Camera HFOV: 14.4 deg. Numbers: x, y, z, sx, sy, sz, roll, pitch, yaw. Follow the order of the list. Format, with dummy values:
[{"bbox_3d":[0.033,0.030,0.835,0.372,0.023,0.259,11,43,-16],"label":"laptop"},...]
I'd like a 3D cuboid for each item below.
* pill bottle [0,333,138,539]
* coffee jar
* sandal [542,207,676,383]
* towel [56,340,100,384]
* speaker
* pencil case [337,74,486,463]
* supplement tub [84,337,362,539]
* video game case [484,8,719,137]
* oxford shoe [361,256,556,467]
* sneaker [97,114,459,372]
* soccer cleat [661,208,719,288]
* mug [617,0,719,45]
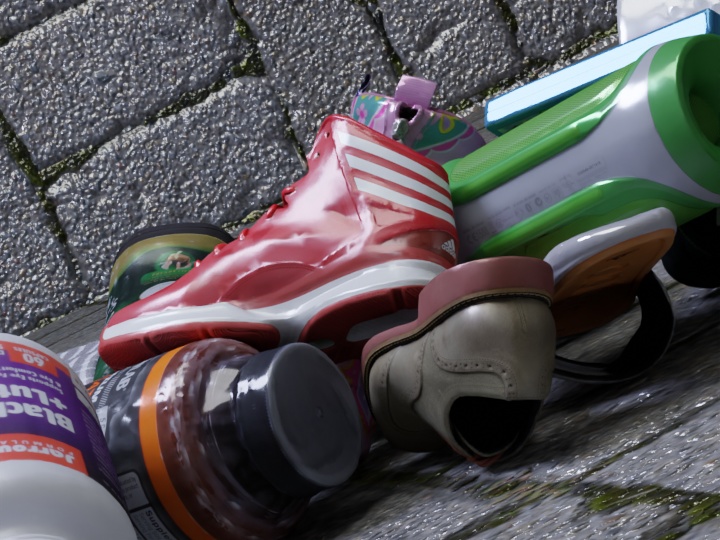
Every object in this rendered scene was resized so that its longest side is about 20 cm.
[{"bbox_3d":[-0.155,0.116,1.241,0.111,0.112,0.200,-25,28,-3],"label":"pill bottle"},{"bbox_3d":[-0.104,0.051,1.604,0.085,0.105,0.200,-4,23,1],"label":"coffee jar"},{"bbox_3d":[0.111,0.024,1.343,0.079,0.060,0.207,-17,-10,-6],"label":"sandal"},{"bbox_3d":[-0.208,0.098,1.708,0.165,0.086,0.200,-19,9,6],"label":"towel"},{"bbox_3d":[0.110,-0.043,1.391,0.200,0.089,0.088,-28,2,44],"label":"speaker"},{"bbox_3d":[0.000,0.000,1.493,0.201,0.087,0.087,-67,18,-13],"label":"pencil case"},{"bbox_3d":[-0.096,0.097,1.388,0.199,0.107,0.107,-22,7,33],"label":"supplement tub"},{"bbox_3d":[0.180,-0.063,1.459,0.143,0.018,0.200,-20,-34,37],"label":"video game case"},{"bbox_3d":[0.043,0.060,1.330,0.070,0.075,0.200,-3,-20,-11],"label":"oxford shoe"},{"bbox_3d":[-0.037,-0.007,1.425,0.199,0.116,0.078,-10,-33,23],"label":"sneaker"},{"bbox_3d":[0.209,-0.027,1.413,0.200,0.067,0.081,-40,33,52],"label":"soccer cleat"},{"bbox_3d":[0.286,-0.143,1.858,0.174,0.149,0.200,-14,-20,25],"label":"mug"}]
